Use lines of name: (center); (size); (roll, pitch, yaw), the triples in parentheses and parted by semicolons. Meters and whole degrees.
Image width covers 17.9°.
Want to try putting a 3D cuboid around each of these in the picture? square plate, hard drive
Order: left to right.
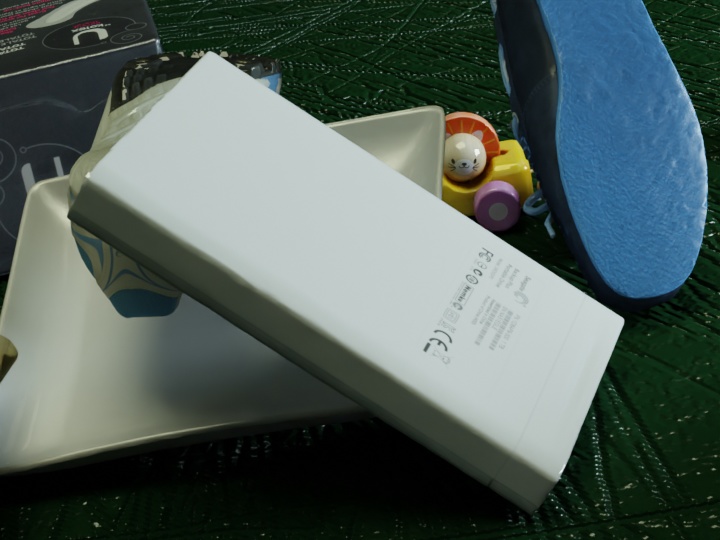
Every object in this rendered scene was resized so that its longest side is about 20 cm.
square plate: (-0.057, 0.011, 0.966); (0.197, 0.029, 0.201); (-10, 37, 9)
hard drive: (0.000, 0.000, 0.868); (0.199, 0.027, 0.132); (33, 31, 1)

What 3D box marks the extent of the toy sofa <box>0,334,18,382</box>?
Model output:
toy sofa: (-0.236, 0.019, 0.867); (0.199, 0.083, 0.098); (30, 18, -18)

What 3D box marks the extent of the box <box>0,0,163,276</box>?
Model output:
box: (-0.161, -0.087, 1.209); (0.122, 0.107, 0.200); (-14, 22, -5)

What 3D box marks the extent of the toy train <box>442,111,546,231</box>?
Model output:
toy train: (0.051, -0.034, 1.052); (0.199, 0.056, 0.150); (-19, 23, -22)

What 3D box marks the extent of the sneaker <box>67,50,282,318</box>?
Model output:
sneaker: (-0.078, -0.044, 0.974); (0.071, 0.073, 0.200); (3, 26, 11)

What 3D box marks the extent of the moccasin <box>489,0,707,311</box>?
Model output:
moccasin: (0.103, -0.073, 1.003); (0.080, 0.201, 0.068); (-2, -22, -17)
